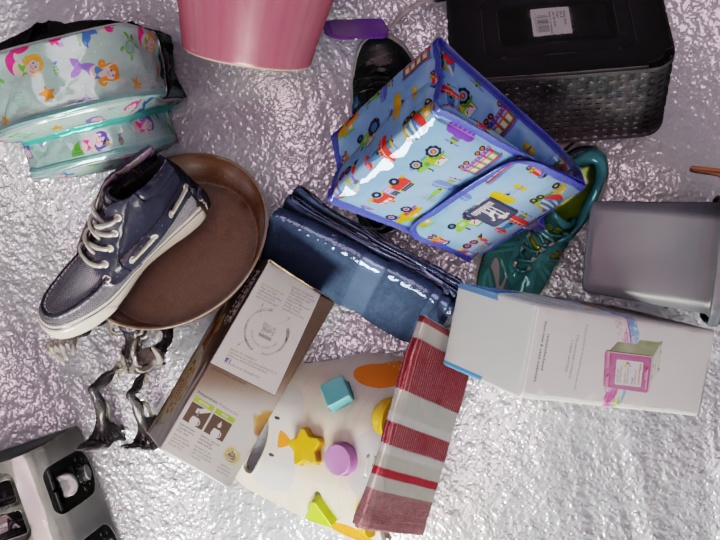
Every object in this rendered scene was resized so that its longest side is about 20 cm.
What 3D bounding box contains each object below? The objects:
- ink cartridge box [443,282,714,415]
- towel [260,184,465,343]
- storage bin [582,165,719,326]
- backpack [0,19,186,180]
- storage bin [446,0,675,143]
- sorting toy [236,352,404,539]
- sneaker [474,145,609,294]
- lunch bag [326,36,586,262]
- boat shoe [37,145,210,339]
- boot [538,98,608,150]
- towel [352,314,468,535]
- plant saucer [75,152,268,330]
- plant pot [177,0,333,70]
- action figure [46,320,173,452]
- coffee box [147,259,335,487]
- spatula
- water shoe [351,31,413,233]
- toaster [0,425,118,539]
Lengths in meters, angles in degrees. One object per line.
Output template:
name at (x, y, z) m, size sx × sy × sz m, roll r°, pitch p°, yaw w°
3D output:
ink cartridge box at (0.201, 0.072, 1.050) m, size 0.199 × 0.144 × 0.085 m, roll 10°, pitch 93°, yaw -25°
towel at (0.000, 0.000, 1.122) m, size 0.199 × 0.112 × 0.049 m, roll 28°, pitch 57°, yaw 0°
storage bin at (0.280, -0.025, 1.058) m, size 0.133 × 0.200 × 0.147 m, roll 7°, pitch 93°, yaw 13°
backpack at (-0.265, -0.167, 1.080) m, size 0.176 × 0.200 × 0.152 m, roll -13°, pitch 92°, yaw 4°
storage bin at (0.183, -0.201, 1.068) m, size 0.198 × 0.094 × 0.136 m, roll -3°, pitch 55°, yaw 4°
sorting toy at (-0.043, 0.175, 1.148) m, size 0.179 × 0.107 × 0.202 m, roll 10°, pitch 94°, yaw 23°
sneaker at (0.176, -0.038, 1.115) m, size 0.077 × 0.080 × 0.201 m, roll 31°, pitch 96°, yaw 1°
lunch bag at (0.093, -0.089, 1.034) m, size 0.199 × 0.095 × 0.150 m, roll 29°, pitch 134°, yaw -28°
boat shoe at (-0.235, -0.031, 1.052) m, size 0.075 × 0.093 × 0.200 m, roll 37°, pitch 77°, yaw 30°
boot at (0.150, -0.124, 1.120) m, size 0.199 × 0.074 × 0.076 m, roll -32°, pitch 83°, yaw 8°
towel at (0.053, 0.153, 1.091) m, size 0.023 × 0.144 × 0.201 m, roll 13°, pitch 81°, yaw 27°
plant saucer at (-0.180, -0.024, 1.109) m, size 0.199 × 0.035 × 0.202 m, roll -8°, pitch 58°, yaw 13°
plant pot at (-0.098, -0.292, 1.077) m, size 0.198 × 0.200 × 0.180 m, roll 11°, pitch 109°, yaw 3°
action figure at (-0.241, 0.081, 1.143) m, size 0.118 × 0.102 × 0.202 m, roll 1°, pitch 95°, yaw 16°
coffee box at (-0.117, 0.094, 1.098) m, size 0.079 × 0.114 × 0.201 m, roll 32°, pitch 82°, yaw -15°
spatula at (0.060, -0.260, 1.126) m, size 0.199 × 0.057 × 0.021 m, roll -18°, pitch 123°, yaw 3°
water shoe at (0.026, -0.137, 1.121) m, size 0.071 × 0.079 × 0.202 m, roll -2°, pitch 93°, yaw 4°
toaster at (-0.357, 0.274, 1.152) m, size 0.199 × 0.119 × 0.182 m, roll -18°, pitch 91°, yaw 5°
